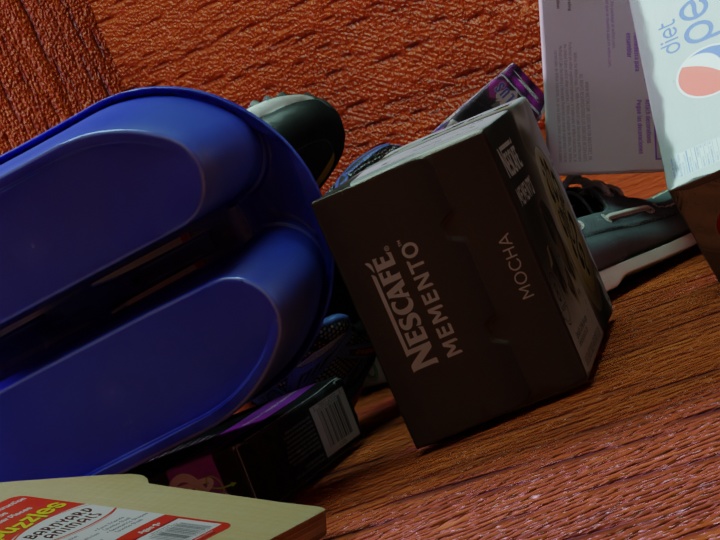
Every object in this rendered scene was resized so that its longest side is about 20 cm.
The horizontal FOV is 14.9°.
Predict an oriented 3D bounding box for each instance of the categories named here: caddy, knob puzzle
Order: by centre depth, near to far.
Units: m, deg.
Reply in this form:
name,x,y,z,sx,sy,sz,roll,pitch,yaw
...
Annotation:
name,x,y,z,sx,sy,sz,roll,pitch,yaw
knob puzzle,-0.141,0.117,0.993,0.218,0.031,0.220,-6,14,1
caddy,-0.108,0.010,1.144,0.199,0.142,0.105,-27,5,13

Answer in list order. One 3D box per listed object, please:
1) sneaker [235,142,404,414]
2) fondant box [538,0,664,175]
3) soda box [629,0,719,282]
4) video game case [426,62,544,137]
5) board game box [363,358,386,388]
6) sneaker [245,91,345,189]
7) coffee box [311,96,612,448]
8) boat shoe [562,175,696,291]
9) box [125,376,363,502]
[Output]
name,x,y,z,sx,sy,sz,roll,pitch,yaw
sneaker,0.000,0.000,1.310,0.200,0.075,0.079,-66,0,-49
fondant box,0.193,-0.126,1.408,0.198,0.145,0.058,-1,7,15
soda box,0.170,-0.093,1.289,0.063,0.068,0.201,-22,42,16
video game case,0.025,-0.038,1.493,0.181,0.036,0.200,-43,1,8
board game box,0.000,0.038,1.524,0.126,0.035,0.200,-25,4,-34
sneaker,-0.068,0.008,1.247,0.200,0.090,0.070,-41,-34,-12
coffee box,0.050,-0.004,1.199,0.079,0.114,0.200,-22,3,11
boat shoe,0.124,-0.023,1.424,0.073,0.062,0.200,-24,1,40
box,-0.110,0.107,1.198,0.199,0.036,0.143,-21,3,20
